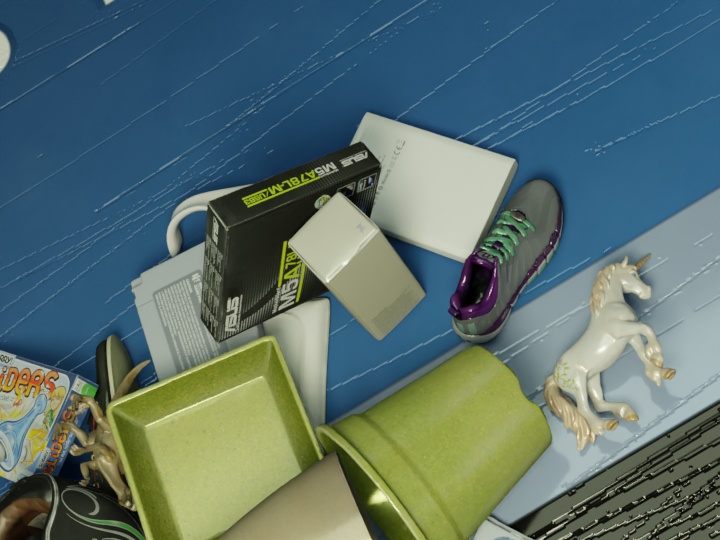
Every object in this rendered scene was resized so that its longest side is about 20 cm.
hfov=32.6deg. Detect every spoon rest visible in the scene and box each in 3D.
[{"bbox_3d":[-0.144,-0.069,1.465,0.198,0.061,0.100,-13,36,14],"label":"spoon rest"}]

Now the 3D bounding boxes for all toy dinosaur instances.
[{"bbox_3d":[-0.277,0.177,1.336,0.058,0.101,0.202,-40,40,31],"label":"toy dinosaur"}]

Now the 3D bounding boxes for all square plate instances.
[{"bbox_3d":[-0.134,0.130,1.409,0.196,0.028,0.202,-5,67,15],"label":"square plate"}]

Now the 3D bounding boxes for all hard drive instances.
[{"bbox_3d":[0.068,-0.098,1.438,0.198,0.027,0.133,20,76,24],"label":"hard drive"}]

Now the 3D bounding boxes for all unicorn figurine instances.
[{"bbox_3d":[0.262,0.077,1.277,0.200,0.074,0.138,-43,52,4],"label":"unicorn figurine"}]

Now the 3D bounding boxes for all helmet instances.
[{"bbox_3d":[-0.303,0.328,1.293,0.199,0.191,0.201,-31,32,22],"label":"helmet"}]

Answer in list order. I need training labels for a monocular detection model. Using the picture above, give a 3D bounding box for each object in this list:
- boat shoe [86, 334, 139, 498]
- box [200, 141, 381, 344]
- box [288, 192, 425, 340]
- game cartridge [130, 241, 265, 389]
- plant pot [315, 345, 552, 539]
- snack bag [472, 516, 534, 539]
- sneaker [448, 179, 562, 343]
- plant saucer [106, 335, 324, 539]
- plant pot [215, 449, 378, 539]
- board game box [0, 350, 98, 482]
[{"bbox_3d":[-0.287,0.170,1.414,0.062,0.074,0.203,-19,63,12],"label":"boat shoe"},{"bbox_3d":[-0.078,-0.029,1.324,0.192,0.201,0.048,-26,60,-28],"label":"box"},{"bbox_3d":[0.000,0.000,1.322,0.082,0.200,0.068,-44,63,-4],"label":"box"},{"bbox_3d":[-0.179,0.071,1.412,0.132,0.040,0.202,-27,63,9],"label":"game cartridge"},{"bbox_3d":[0.086,0.180,1.243,0.184,0.201,0.200,-38,62,-13],"label":"plant pot"},{"bbox_3d":[0.172,0.368,1.222,0.198,0.021,0.190,20,77,24],"label":"snack bag"},{"bbox_3d":[0.159,-0.019,1.335,0.074,0.088,0.202,22,77,24],"label":"sneaker"},{"bbox_3d":[-0.144,0.198,1.296,0.198,0.048,0.202,-22,65,-4],"label":"plant saucer"},{"bbox_3d":[-0.074,0.296,1.154,0.198,0.188,0.189,-24,63,-3],"label":"plant pot"},{"bbox_3d":[-0.401,0.172,1.434,0.199,0.034,0.137,8,70,43],"label":"board game box"}]
